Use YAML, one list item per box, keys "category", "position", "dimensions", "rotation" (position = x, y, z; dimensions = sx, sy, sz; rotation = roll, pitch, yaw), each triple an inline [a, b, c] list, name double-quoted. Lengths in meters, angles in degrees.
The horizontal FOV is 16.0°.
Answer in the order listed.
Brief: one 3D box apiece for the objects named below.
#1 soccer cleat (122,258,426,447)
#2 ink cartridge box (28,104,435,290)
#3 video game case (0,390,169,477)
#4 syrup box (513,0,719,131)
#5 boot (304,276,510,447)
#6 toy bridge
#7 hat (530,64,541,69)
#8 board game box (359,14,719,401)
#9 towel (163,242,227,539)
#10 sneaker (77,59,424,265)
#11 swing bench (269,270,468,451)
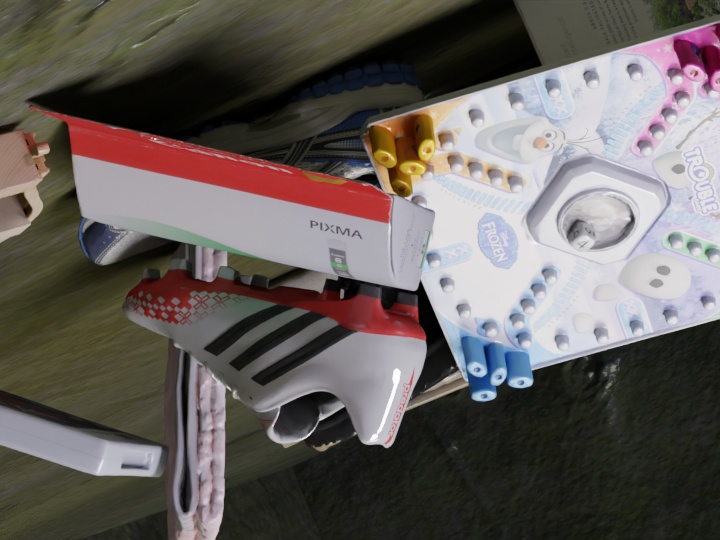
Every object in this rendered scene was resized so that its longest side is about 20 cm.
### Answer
- category: "soccer cleat"
  position: [-0.051, 0.044, 1.311]
  dimensions: [0.200, 0.085, 0.069]
  rotation: [6, 174, 39]
- category: "ink cartridge box"
  position: [-0.058, -0.030, 1.197]
  dimensions: [0.160, 0.050, 0.200]
  rotation: [13, -179, 10]
- category: "video game case"
  position: [-0.217, 0.075, 1.427]
  dimensions: [0.199, 0.023, 0.182]
  rotation: [17, 177, 7]
- category: "syrup box"
  position: [0.186, -0.145, 1.305]
  dimensions: [0.200, 0.079, 0.081]
  rotation: [-25, 173, 17]
- category: "boot"
  position: [0.002, -0.001, 1.480]
  dimensions: [0.079, 0.158, 0.211]
  rotation: [-29, 176, -46]
- category: "toy bridge"
  position: [-0.188, -0.024, 1.220]
  dimensions: [0.067, 0.027, 0.200]
  rotation: [-18, 172, -34]
- category: "hat"
  position: [0.121, -0.086, 1.492]
  dimensions: [0.200, 0.081, 0.201]
  rotation: [-31, -164, 10]
- category: "board game box"
  position: [0.123, -0.025, 1.318]
  dimensions: [0.199, 0.026, 0.200]
  rotation: [-16, 132, 10]
- category: "towel"
  position: [-0.102, 0.070, 1.565]
  dimensions: [0.032, 0.201, 0.191]
  rotation: [2, 167, -6]
- category: "sneaker"
  position: [-0.052, -0.037, 1.336]
  dimensions: [0.200, 0.085, 0.077]
  rotation: [-23, 173, 8]
- category: "swing bench"
  position: [0.015, 0.052, 2.048]
  dimensions: [0.198, 0.130, 0.200]
  rotation: [-23, 173, 7]
